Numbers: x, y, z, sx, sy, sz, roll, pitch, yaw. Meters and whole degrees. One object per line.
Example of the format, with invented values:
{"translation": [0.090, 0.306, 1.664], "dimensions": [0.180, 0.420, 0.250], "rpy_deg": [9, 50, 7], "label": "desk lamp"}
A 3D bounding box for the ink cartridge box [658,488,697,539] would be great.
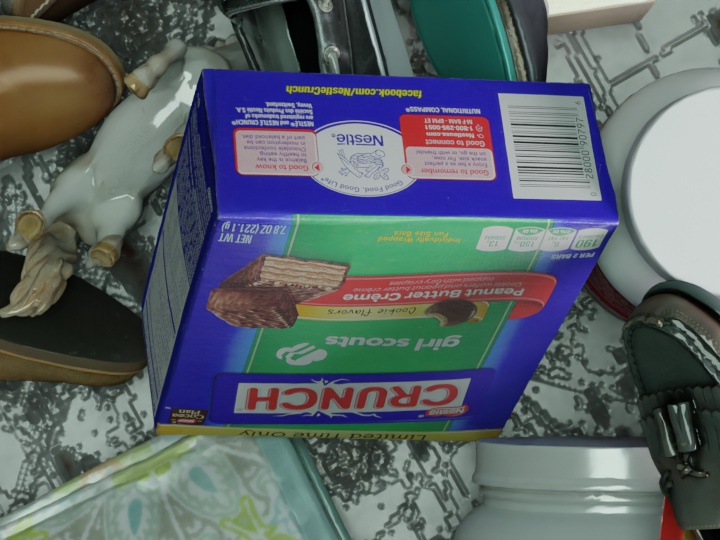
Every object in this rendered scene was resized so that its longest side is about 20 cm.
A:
{"translation": [0.192, 0.185, 0.938], "dimensions": [0.050, 0.200, 0.162], "rpy_deg": [-1, 74, 40], "label": "ink cartridge box"}

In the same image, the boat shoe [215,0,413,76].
{"translation": [-0.037, -0.133, 0.973], "dimensions": [0.073, 0.068, 0.200], "rpy_deg": [-6, 103, 44], "label": "boat shoe"}

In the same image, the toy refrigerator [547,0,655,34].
{"translation": [0.087, -0.217, 1.041], "dimensions": [0.075, 0.070, 0.201], "rpy_deg": [-7, 88, 0], "label": "toy refrigerator"}

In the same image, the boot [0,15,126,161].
{"translation": [-0.207, -0.037, 0.996], "dimensions": [0.199, 0.155, 0.074], "rpy_deg": [-12, 127, 9], "label": "boot"}

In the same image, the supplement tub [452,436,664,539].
{"translation": [0.112, 0.176, 0.990], "dimensions": [0.144, 0.144, 0.201], "rpy_deg": [1, 88, 1], "label": "supplement tub"}

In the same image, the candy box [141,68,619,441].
{"translation": [0.000, 0.000, 0.952], "dimensions": [0.168, 0.200, 0.077], "rpy_deg": [1, 61, -13], "label": "candy box"}

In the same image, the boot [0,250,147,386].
{"translation": [-0.199, 0.034, 1.049], "dimensions": [0.199, 0.074, 0.076], "rpy_deg": [11, 117, -3], "label": "boot"}

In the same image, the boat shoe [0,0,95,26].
{"translation": [-0.079, -0.166, 1.041], "dimensions": [0.200, 0.076, 0.072], "rpy_deg": [-35, 90, 1], "label": "boat shoe"}

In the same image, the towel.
{"translation": [-0.076, 0.172, 1.020], "dimensions": [0.171, 0.048, 0.201], "rpy_deg": [-28, 72, 1], "label": "towel"}

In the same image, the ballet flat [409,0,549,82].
{"translation": [0.044, -0.148, 0.981], "dimensions": [0.073, 0.073, 0.201], "rpy_deg": [-31, 72, 0], "label": "ballet flat"}

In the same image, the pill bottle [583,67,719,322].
{"translation": [0.149, -0.029, 0.968], "dimensions": [0.112, 0.200, 0.113], "rpy_deg": [0, 88, 1], "label": "pill bottle"}

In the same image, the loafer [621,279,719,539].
{"translation": [0.159, 0.100, 0.872], "dimensions": [0.063, 0.072, 0.200], "rpy_deg": [-38, 102, -28], "label": "loafer"}

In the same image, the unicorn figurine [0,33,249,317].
{"translation": [-0.089, -0.063, 1.021], "dimensions": [0.199, 0.137, 0.074], "rpy_deg": [-30, 98, 14], "label": "unicorn figurine"}
